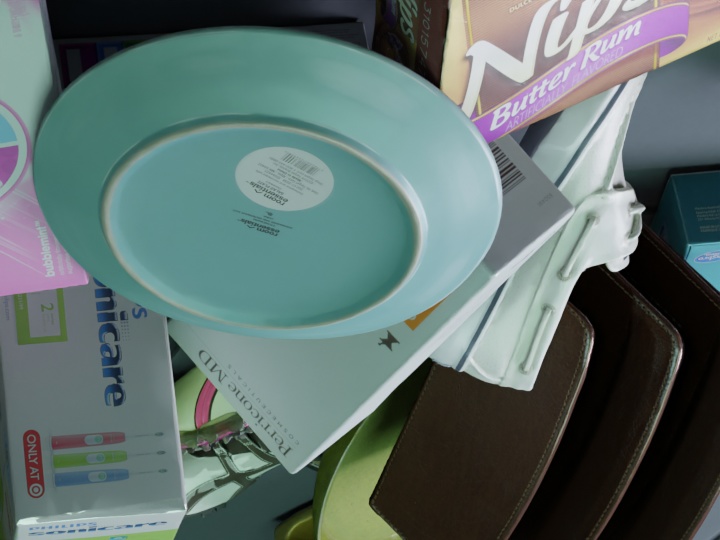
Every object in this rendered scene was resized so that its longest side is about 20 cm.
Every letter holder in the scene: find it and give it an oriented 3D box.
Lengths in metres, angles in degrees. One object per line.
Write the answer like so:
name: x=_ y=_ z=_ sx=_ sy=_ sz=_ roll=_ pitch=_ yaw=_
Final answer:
letter holder: x=0.113 y=0.087 z=1.392 sx=0.100 sy=0.142 sz=0.200 roll=-18 pitch=143 yaw=-42

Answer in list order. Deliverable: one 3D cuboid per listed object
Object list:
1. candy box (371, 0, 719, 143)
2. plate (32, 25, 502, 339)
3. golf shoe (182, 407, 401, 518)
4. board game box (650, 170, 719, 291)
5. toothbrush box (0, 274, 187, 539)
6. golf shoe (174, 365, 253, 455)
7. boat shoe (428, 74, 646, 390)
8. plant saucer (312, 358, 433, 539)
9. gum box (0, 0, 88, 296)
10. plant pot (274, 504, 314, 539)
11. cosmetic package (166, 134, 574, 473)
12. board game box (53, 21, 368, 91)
candy box: x=0.103 y=-0.131 z=1.096 sx=0.200 sy=0.057 sz=0.117 roll=-25 pitch=150 yaw=-21
plate: x=-0.040 y=-0.025 z=1.103 sx=0.199 sy=0.026 sz=0.200 roll=4 pitch=141 yaw=3
golf shoe: x=-0.067 y=0.081 z=1.486 sx=0.199 sy=0.078 sz=0.095 roll=-15 pitch=150 yaw=-13
board game box: x=0.229 y=0.010 z=1.473 sx=0.150 sy=0.047 sz=0.200 roll=-5 pitch=151 yaw=-10
toothbrush box: x=-0.143 y=0.074 z=1.326 sx=0.086 sy=0.146 sz=0.200 roll=-4 pitch=165 yaw=-12
golf shoe: x=-0.039 y=0.028 z=1.391 sx=0.200 sy=0.092 sz=0.073 roll=-32 pitch=174 yaw=30
boat shoe: x=0.102 y=-0.028 z=1.270 sx=0.070 sy=0.071 sz=0.200 roll=24 pitch=111 yaw=-5
plant saucer: x=0.041 y=0.095 z=1.494 sx=0.200 sy=0.031 sz=0.200 roll=-32 pitch=143 yaw=-28
gum box: x=-0.185 y=-0.077 z=1.117 sx=0.113 sy=0.066 sz=0.200 roll=-8 pitch=135 yaw=-4
plant pot: x=0.096 y=0.231 z=1.690 sx=0.195 sy=0.195 sz=0.200 roll=-28 pitch=153 yaw=30
cosmetic package: x=0.000 y=0.000 z=1.235 sx=0.071 sy=0.101 sz=0.200 roll=-38 pitch=173 yaw=-42
board game box: x=-0.101 y=-0.061 z=1.252 sx=0.199 sy=0.034 sz=0.135 roll=-4 pitch=150 yaw=-11
